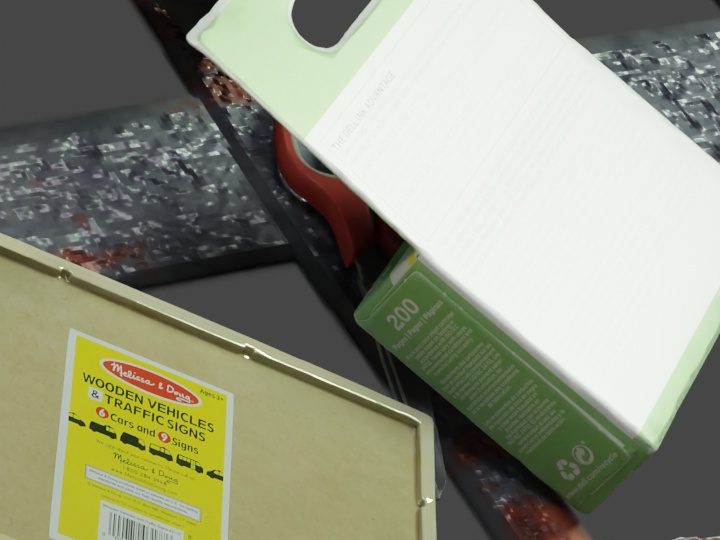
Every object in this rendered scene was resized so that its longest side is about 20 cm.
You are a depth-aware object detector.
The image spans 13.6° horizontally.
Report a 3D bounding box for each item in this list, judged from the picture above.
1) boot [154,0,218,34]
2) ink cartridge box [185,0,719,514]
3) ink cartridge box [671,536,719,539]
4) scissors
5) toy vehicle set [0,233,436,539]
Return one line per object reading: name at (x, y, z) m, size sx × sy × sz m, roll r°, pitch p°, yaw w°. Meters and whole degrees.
boot at (-0.048, -0.175, 1.029) m, size 0.138 × 0.200 × 0.078 m, roll -38°, pitch 57°, yaw 4°
ink cartridge box at (0.037, -0.034, 1.014) m, size 0.200 × 0.048 × 0.146 m, roll 40°, pitch 42°, yaw -3°
ink cartridge box at (0.058, 0.081, 0.755) m, size 0.160 × 0.200 × 0.050 m, roll -8°, pitch 65°, yaw 13°
scissors at (0.000, 0.000, 1.033) m, size 0.073 × 0.014 × 0.201 m, roll 16°, pitch 42°, yaw -9°
toy vehicle set at (-0.068, 0.059, 0.890) m, size 0.199 × 0.027 × 0.125 m, roll 24°, pitch 38°, yaw -19°
